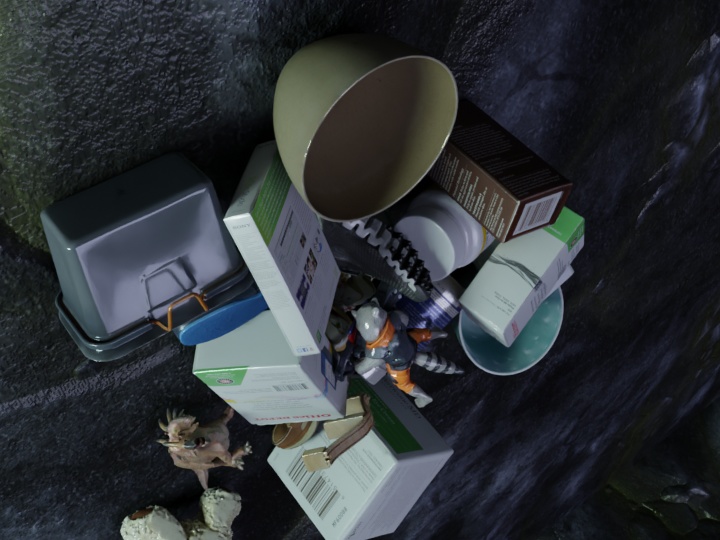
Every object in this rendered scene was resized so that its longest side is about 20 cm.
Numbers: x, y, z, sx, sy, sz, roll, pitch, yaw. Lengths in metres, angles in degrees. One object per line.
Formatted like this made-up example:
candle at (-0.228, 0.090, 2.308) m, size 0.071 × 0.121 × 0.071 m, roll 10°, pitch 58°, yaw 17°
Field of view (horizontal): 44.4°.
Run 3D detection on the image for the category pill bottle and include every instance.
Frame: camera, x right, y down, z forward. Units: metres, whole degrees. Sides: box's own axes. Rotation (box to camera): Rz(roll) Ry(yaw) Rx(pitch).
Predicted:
pill bottle at (0.132, -0.073, 1.190) m, size 0.200 × 0.114 × 0.114 m, roll -39°, pitch 154°, yaw -44°
pill bottle at (0.061, 0.073, 1.336) m, size 0.200 × 0.111 × 0.111 m, roll -46°, pitch 148°, yaw 3°

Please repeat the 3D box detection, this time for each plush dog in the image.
plush dog at (-0.282, 0.443, 1.378) m, size 0.200 × 0.161 × 0.172 m, roll -9°, pitch 161°, yaw -41°

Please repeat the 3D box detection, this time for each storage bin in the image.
storage bin at (-0.219, -0.020, 0.899) m, size 0.200 × 0.146 × 0.135 m, roll -29°, pitch 136°, yaw -22°

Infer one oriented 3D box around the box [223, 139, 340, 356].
box at (-0.081, -0.024, 0.987) m, size 0.036 × 0.144 × 0.200 m, roll -9°, pitch 127°, yaw 18°

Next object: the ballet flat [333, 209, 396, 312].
ballet flat at (0.000, 0.000, 1.227) m, size 0.076 × 0.064 × 0.200 m, roll -14°, pitch 138°, yaw -38°

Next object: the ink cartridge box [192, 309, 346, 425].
ink cartridge box at (-0.112, 0.132, 1.173) m, size 0.145 × 0.088 × 0.200 m, roll -6°, pitch 149°, yaw 14°

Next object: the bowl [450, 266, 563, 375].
bowl at (0.227, 0.064, 1.478) m, size 0.200 × 0.105 × 0.201 m, roll -6°, pitch 104°, yaw -24°

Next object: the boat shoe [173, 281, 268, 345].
boat shoe at (-0.149, 0.022, 1.087) m, size 0.200 × 0.069 × 0.084 m, roll -29°, pitch 159°, yaw -31°

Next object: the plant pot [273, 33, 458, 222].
plant pot at (-0.016, -0.170, 0.939) m, size 0.200 × 0.134 × 0.200 m, roll -30°, pitch 146°, yaw -23°

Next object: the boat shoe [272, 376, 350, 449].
boat shoe at (-0.091, 0.198, 1.362) m, size 0.074 × 0.076 × 0.200 m, roll 20°, pitch 125°, yaw -25°

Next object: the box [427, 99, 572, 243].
box at (0.157, -0.129, 1.120) m, size 0.100 × 0.200 × 0.075 m, roll -19°, pitch 143°, yaw -33°

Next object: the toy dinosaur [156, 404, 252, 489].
toy dinosaur at (-0.233, 0.247, 1.245) m, size 0.135 × 0.086 × 0.200 m, roll -9°, pitch 147°, yaw -32°

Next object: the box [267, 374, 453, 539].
box at (-0.001, 0.306, 1.457) m, size 0.171 × 0.199 × 0.200 m, roll 8°, pitch 122°, yaw -52°

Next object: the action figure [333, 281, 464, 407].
action figure at (0.061, 0.079, 1.199) m, size 0.193 × 0.104 × 0.200 m, roll 32°, pitch 79°, yaw -47°

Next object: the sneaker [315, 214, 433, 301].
sneaker at (0.002, -0.024, 1.113) m, size 0.090 × 0.200 × 0.066 m, roll -44°, pitch -174°, yaw 31°

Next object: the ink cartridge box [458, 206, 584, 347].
ink cartridge box at (0.238, 0.002, 1.296) m, size 0.200 × 0.084 × 0.146 m, roll -53°, pitch 162°, yaw -4°

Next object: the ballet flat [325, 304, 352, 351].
ballet flat at (-0.059, 0.071, 1.204) m, size 0.069 × 0.063 × 0.200 m, roll -47°, pitch 135°, yaw 0°

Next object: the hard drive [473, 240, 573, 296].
hard drive at (0.242, -0.033, 1.390) m, size 0.132 × 0.027 × 0.200 m, roll -40°, pitch 113°, yaw -10°

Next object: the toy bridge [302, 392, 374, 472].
toy bridge at (-0.016, 0.215, 1.224) m, size 0.067 × 0.027 × 0.200 m, roll -16°, pitch -170°, yaw 21°
